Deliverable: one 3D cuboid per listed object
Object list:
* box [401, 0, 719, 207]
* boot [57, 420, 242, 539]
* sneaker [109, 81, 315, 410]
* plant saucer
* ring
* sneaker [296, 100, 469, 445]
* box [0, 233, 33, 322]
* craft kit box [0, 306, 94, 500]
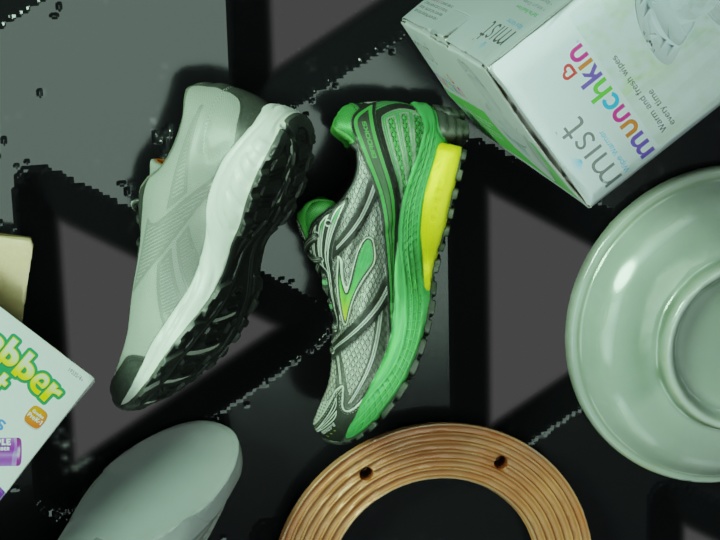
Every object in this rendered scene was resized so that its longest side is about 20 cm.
[{"bbox_3d":[0.131,-0.140,0.970,0.176,0.200,0.097,-39,108,0],"label":"box"},{"bbox_3d":[-0.131,0.181,1.055,0.200,0.073,0.096,-47,143,-31],"label":"boot"},{"bbox_3d":[-0.095,-0.012,1.036,0.079,0.074,0.200,31,108,19],"label":"sneaker"},{"bbox_3d":[0.224,0.038,1.113,0.200,0.050,0.201,-3,104,-11],"label":"plant saucer"},{"bbox_3d":[0.043,0.185,1.133,0.200,0.019,0.201,-3,105,-11],"label":"ring"},{"bbox_3d":[0.000,0.000,1.055,0.085,0.078,0.200,11,93,-6],"label":"sneaker"},{"bbox_3d":[-0.291,0.048,1.030,0.200,0.021,0.164,7,102,-12],"label":"box"},{"bbox_3d":[-0.277,0.076,0.970,0.200,0.049,0.198,37,72,-6],"label":"craft kit box"}]
